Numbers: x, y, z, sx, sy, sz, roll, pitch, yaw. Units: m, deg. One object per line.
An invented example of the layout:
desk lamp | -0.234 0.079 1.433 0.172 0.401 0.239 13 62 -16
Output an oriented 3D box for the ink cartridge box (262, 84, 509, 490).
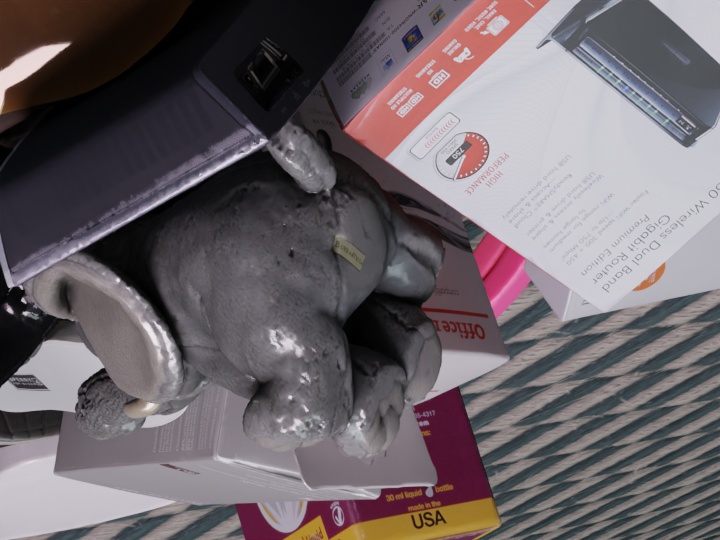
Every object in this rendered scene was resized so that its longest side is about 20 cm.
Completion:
ink cartridge box | 0.000 0.000 1.020 0.068 0.200 0.116 -28 161 32

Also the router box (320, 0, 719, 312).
router box | 0.114 -0.097 0.886 0.200 0.049 0.179 -43 130 18

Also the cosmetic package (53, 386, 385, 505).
cosmetic package | -0.078 0.080 1.171 0.107 0.090 0.200 16 163 -29

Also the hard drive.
hard drive | -0.068 -0.072 0.837 0.135 0.042 0.200 -28 -165 23

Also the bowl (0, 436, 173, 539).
bowl | -0.174 0.109 1.407 0.200 0.075 0.200 -8 161 -29

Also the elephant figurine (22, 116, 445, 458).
elephant figurine | -0.076 0.010 0.913 0.200 0.155 0.141 7 -178 33

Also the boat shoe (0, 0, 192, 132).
boat shoe | -0.149 -0.088 0.831 0.200 0.070 0.070 -29 -162 9

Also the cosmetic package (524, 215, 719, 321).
cosmetic package | 0.174 -0.075 1.079 0.151 0.052 0.200 -10 133 -20

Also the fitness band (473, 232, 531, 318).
fitness band | 0.048 -0.021 1.169 0.144 0.037 0.200 -2 133 -43

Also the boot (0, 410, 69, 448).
boot | -0.263 0.090 1.268 0.203 0.074 0.154 -7 163 -25

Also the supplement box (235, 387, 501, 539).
supplement box | -0.015 0.087 1.281 0.103 0.200 0.131 -6 160 -32

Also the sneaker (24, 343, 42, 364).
sneaker | -0.226 0.023 1.092 0.091 0.076 0.200 11 144 -39

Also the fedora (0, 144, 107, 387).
fedora | -0.188 -0.006 0.940 0.201 0.092 0.201 -52 174 -7

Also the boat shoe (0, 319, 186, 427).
boat shoe | -0.150 0.036 1.133 0.200 0.064 0.071 1 139 47
